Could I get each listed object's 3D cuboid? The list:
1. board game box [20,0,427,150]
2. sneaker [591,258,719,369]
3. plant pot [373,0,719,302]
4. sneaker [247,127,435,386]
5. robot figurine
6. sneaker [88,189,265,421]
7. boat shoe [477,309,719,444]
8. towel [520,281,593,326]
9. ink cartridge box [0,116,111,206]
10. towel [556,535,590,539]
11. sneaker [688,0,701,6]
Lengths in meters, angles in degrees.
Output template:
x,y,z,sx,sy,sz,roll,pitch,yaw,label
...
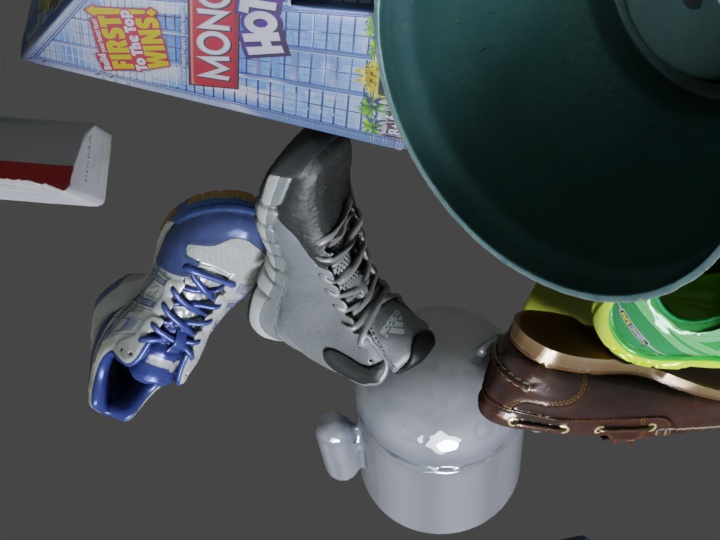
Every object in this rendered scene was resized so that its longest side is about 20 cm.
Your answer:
x,y,z,sx,sy,sz,roll,pitch,yaw,label
-0.066,-0.149,0.787,0.198,0.062,0.200,4,146,-2,board game box
0.240,0.020,0.976,0.199,0.074,0.084,-2,151,-12,sneaker
0.122,-0.106,0.727,0.200,0.134,0.201,27,134,32,plant pot
0.000,0.000,0.946,0.115,0.075,0.200,36,152,15,sneaker
0.053,0.100,1.091,0.169,0.113,0.200,-17,147,-10,robot figurine
-0.109,0.028,1.024,0.075,0.089,0.200,21,140,-22,sneaker
0.163,0.074,1.028,0.199,0.070,0.071,11,115,-26,boat shoe
0.157,-0.001,1.024,0.085,0.018,0.200,11,145,-5,towel
-0.223,-0.065,0.849,0.160,0.050,0.200,4,177,-1,ink cartridge box
0.125,0.285,1.411,0.199,0.049,0.112,-19,141,28,towel
0.222,-0.164,0.748,0.082,0.078,0.200,47,136,-12,sneaker
